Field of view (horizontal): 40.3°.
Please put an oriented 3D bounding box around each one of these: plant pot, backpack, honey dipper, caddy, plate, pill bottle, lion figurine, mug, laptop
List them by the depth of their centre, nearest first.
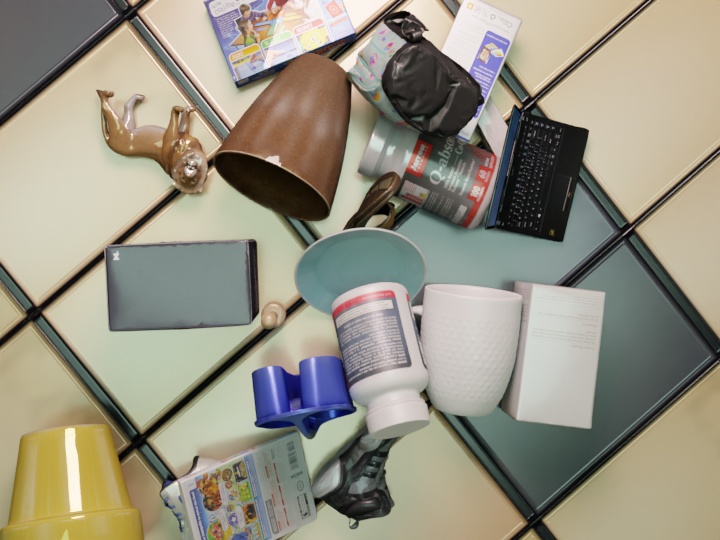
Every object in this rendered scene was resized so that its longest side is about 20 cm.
[{"bbox_3d":[0.063,-0.273,1.369,0.127,0.200,0.167,-45,123,6],"label":"backpack"},{"bbox_3d":[0.033,0.131,1.410,0.117,0.120,0.203,-12,69,-3],"label":"pill bottle"},{"bbox_3d":[-0.129,0.069,1.411,0.037,0.200,0.039,0,91,-2],"label":"honey dipper"},{"bbox_3d":[-0.417,0.327,1.413,0.197,0.201,0.192,-7,76,-3],"label":"plant pot"},{"bbox_3d":[-0.081,0.192,1.423,0.139,0.200,0.107,-11,78,6],"label":"caddy"},{"bbox_3d":[-0.092,-0.207,1.432,0.184,0.187,0.203,24,73,-3],"label":"plant pot"},{"bbox_3d":[0.262,-0.137,1.440,0.197,0.103,0.180,10,98,-24],"label":"laptop"},{"bbox_3d":[0.000,0.000,1.449,0.196,0.202,0.026,-1,48,-3],"label":"plate"},{"bbox_3d":[0.102,-0.151,1.461,0.197,0.116,0.118,22,90,-3],"label":"pill bottle"},{"bbox_3d":[0.137,0.115,1.467,0.197,0.147,0.179,8,96,27],"label":"mug"},{"bbox_3d":[-0.315,-0.194,1.469,0.197,0.072,0.125,16,103,11],"label":"lion figurine"}]

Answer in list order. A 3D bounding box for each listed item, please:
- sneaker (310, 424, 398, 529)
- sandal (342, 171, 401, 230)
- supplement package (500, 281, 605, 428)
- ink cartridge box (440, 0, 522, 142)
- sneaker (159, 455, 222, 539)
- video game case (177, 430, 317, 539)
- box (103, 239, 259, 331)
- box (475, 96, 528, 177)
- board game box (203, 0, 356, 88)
[{"bbox_3d":[0.027,0.300,1.489,0.200,0.075,0.114,-43,94,4],"label":"sneaker"},{"bbox_3d":[0.017,-0.071,1.433,0.054,0.201,0.082,29,45,-6],"label":"sandal"},{"bbox_3d":[0.287,0.125,1.476,0.115,0.117,0.204,7,90,-5],"label":"supplement package"},{"bbox_3d":[0.159,-0.299,1.462,0.093,0.037,0.203,24,86,-1],"label":"ink cartridge box"},{"bbox_3d":[-0.253,0.368,1.477,0.113,0.081,0.203,15,83,0],"label":"sneaker"},{"bbox_3d":[-0.163,0.339,1.451,0.198,0.018,0.146,-19,103,-31],"label":"video game case"},{"bbox_3d":[-0.249,0.018,1.405,0.196,0.198,0.126,-3,91,-2],"label":"box"},{"bbox_3d":[0.190,-0.236,1.503,0.041,0.039,0.202,-31,93,-4],"label":"box"},{"bbox_3d":[-0.121,-0.376,1.476,0.197,0.034,0.137,-22,84,-2],"label":"board game box"}]
